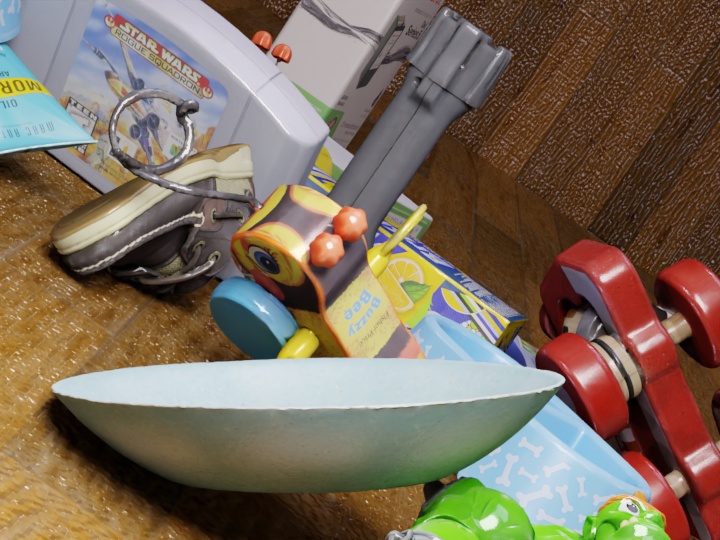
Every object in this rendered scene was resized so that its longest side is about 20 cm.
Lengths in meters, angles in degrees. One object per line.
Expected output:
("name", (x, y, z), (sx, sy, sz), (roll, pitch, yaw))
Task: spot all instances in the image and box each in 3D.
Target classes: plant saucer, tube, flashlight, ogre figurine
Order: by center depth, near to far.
("ogre figurine", (0.079, 0.144, 0.874), (0.199, 0.099, 0.120), (15, 29, -8))
("plant saucer", (-0.020, 0.060, 0.906), (0.199, 0.039, 0.201), (-1, 2, 0))
("tube", (-0.211, -0.103, 1.265), (0.077, 0.051, 0.200), (-14, 32, -21))
("flashlight", (0.013, -0.056, 1.352), (0.068, 0.201, 0.068), (29, 9, -40))

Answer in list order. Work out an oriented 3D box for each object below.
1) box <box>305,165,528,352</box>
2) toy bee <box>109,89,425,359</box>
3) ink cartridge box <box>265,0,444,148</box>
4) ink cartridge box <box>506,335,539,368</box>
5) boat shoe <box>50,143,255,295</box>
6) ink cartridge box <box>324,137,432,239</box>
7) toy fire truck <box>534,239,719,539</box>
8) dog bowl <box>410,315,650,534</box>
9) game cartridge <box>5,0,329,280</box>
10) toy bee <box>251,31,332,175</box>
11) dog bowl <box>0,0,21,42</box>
("box", (0.000, 0.000, 1.435), (0.200, 0.070, 0.064), (37, 7, 12))
("toy bee", (-0.026, 0.009, 1.080), (0.199, 0.132, 0.108), (31, -16, -31))
("ink cartridge box", (-0.011, -0.214, 2.158), (0.084, 0.201, 0.145), (36, 8, 11))
("ink cartridge box", (0.126, 0.086, 1.568), (0.199, 0.042, 0.119), (31, 8, -12))
("boat shoe", (-0.092, -0.021, 1.189), (0.065, 0.073, 0.200), (66, 22, -4))
("ink cartridge box", (-0.049, -0.077, 1.720), (0.200, 0.059, 0.104), (41, 10, 36))
("toy fire truck", (0.163, 0.074, 1.410), (0.201, 0.112, 0.168), (62, -14, -15))
("dog bowl", (0.083, 0.091, 1.272), (0.111, 0.050, 0.200), (28, 11, -40))
("game cartridge", (-0.117, -0.096, 1.315), (0.199, 0.134, 0.042), (36, 44, 11))
("toy bee", (-0.085, -0.109, 1.591), (0.131, 0.109, 0.200), (23, 14, -47))
("dog bowl", (-0.274, -0.184, 1.275), (0.199, 0.050, 0.112), (22, 22, 5))
